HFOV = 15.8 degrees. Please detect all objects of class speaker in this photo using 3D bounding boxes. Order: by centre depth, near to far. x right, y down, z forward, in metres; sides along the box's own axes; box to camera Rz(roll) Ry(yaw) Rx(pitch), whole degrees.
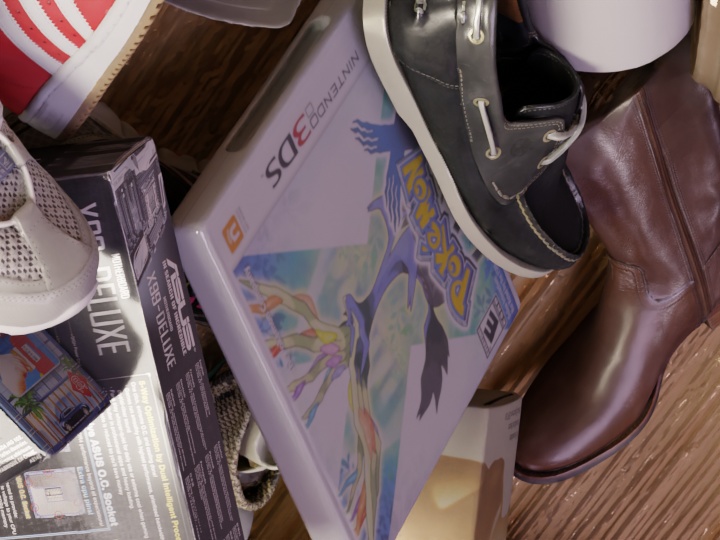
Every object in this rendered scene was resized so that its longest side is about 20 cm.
[{"bbox_3d":[0.093,-0.178,1.077,0.081,0.081,0.201,-29,138,-13],"label":"speaker"}]

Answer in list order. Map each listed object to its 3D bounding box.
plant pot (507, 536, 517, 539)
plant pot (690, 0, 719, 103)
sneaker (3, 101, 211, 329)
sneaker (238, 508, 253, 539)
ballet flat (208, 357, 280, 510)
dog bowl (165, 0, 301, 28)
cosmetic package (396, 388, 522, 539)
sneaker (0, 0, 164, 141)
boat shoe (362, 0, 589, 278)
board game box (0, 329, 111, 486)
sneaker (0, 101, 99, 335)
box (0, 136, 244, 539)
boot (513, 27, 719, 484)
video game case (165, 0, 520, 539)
[{"bbox_3d":[0.074,0.240,1.386,0.199,0.200,0.174,-32,124,-9],"label":"plant pot"},{"bbox_3d":[0.196,-0.131,1.152,0.092,0.201,0.202,4,133,3],"label":"plant pot"},{"bbox_3d":[-0.079,-0.008,1.075,0.199,0.088,0.074,30,112,-37],"label":"sneaker"},{"bbox_3d":[-0.137,0.160,1.223,0.200,0.073,0.085,-45,107,-17],"label":"sneaker"},{"bbox_3d":[-0.016,0.027,1.186,0.068,0.075,0.201,1,126,-50],"label":"ballet flat"},{"bbox_3d":[-0.021,-0.184,0.956,0.199,0.059,0.201,-6,136,-6],"label":"dog bowl"},{"bbox_3d":[0.027,0.157,1.244,0.105,0.071,0.201,-9,105,-77],"label":"cosmetic package"},{"bbox_3d":[-0.122,-0.119,0.910,0.112,0.072,0.200,27,150,-11],"label":"sneaker"},{"bbox_3d":[0.066,-0.063,1.125,0.067,0.072,0.200,-5,142,23],"label":"boat shoe"},{"bbox_3d":[-0.229,0.017,0.962,0.199,0.201,0.062,-28,-174,24],"label":"board game box"},{"bbox_3d":[-0.161,-0.057,0.884,0.200,0.075,0.082,44,139,-14],"label":"sneaker"},{"bbox_3d":[-0.137,0.057,1.007,0.157,0.050,0.201,-7,106,20],"label":"box"},{"bbox_3d":[0.115,-0.009,1.262,0.186,0.064,0.200,-46,145,-13],"label":"boot"},{"bbox_3d":[0.000,0.000,1.099,0.183,0.022,0.201,-59,138,-40],"label":"video game case"}]
